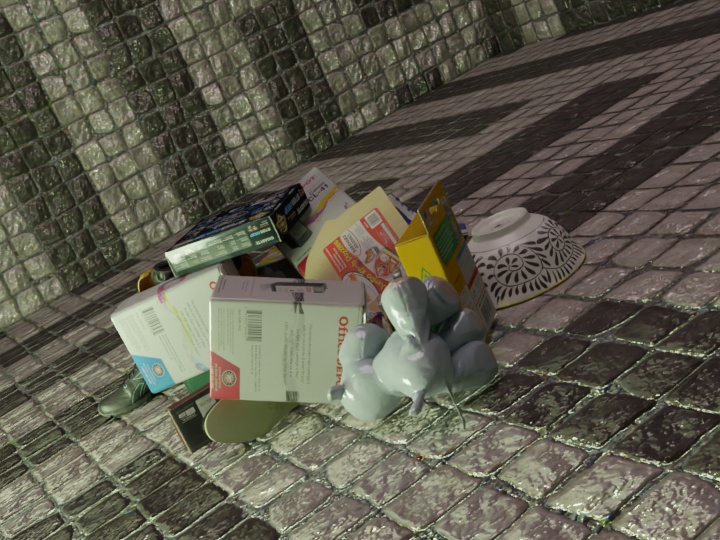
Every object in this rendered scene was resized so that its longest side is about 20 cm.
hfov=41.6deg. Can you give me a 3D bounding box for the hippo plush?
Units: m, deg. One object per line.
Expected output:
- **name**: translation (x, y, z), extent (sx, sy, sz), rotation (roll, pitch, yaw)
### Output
- **hippo plush**: translation (0.057, 0.120, 1.124), extent (0.160, 0.158, 0.202), rotation (-36, 48, 39)

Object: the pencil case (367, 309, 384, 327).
- **pencil case**: translation (-0.064, 0.076, 1.344), extent (0.198, 0.088, 0.087), rotation (14, 29, 17)

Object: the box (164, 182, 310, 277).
- **box**: translation (-0.193, -0.067, 1.511), extent (0.198, 0.046, 0.159), rotation (-18, 18, 21)

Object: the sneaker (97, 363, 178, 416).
- **sneaker**: translation (-0.379, 0.186, 1.672), extent (0.199, 0.080, 0.075), rotation (-30, 15, -9)

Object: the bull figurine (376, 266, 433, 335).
- **bull figurine**: translation (0.077, 0.058, 1.280), extent (0.064, 0.122, 0.201), rotation (-17, 24, 20)

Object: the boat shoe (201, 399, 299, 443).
- **boat shoe**: translation (-0.139, 0.177, 1.311), extent (0.200, 0.074, 0.063), rotation (-30, 15, -37)

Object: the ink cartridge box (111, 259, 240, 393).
- **ink cartridge box**: translation (-0.268, 0.083, 1.502), extent (0.198, 0.146, 0.085), rotation (-23, 15, 12)

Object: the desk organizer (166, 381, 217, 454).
- **desk organizer**: translation (-0.187, 0.178, 1.391), extent (0.199, 0.072, 0.077), rotation (-31, 13, -20)

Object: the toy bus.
- **toy bus**: translation (-0.277, 0.016, 1.636), extent (0.197, 0.137, 0.192), rotation (-10, 27, -7)

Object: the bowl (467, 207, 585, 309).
- **bowl**: translation (0.219, -0.031, 1.387), extent (0.199, 0.095, 0.201), rotation (-25, 15, 7)

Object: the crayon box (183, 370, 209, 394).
- **crayon box**: translation (-0.185, 0.137, 1.566), extent (0.198, 0.052, 0.126), rotation (-23, 15, 13)

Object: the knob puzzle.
- **knob puzzle**: translation (0.000, 0.000, 1.433), extent (0.217, 0.222, 0.030), rotation (-22, -27, 14)

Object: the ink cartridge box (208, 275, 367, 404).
- **ink cartridge box**: translation (-0.093, 0.089, 1.232), extent (0.197, 0.147, 0.085), rotation (3, 23, -1)

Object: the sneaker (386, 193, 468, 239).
- **sneaker**: translation (0.082, -0.080, 1.625), extent (0.197, 0.116, 0.081), rotation (-9, -24, -17)

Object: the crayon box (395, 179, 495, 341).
- **crayon box**: translation (0.107, -0.001, 1.224), extent (0.051, 0.202, 0.126), rotation (-18, 16, 24)

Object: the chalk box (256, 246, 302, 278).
- **chalk box**: translation (-0.068, 0.001, 1.701), extent (0.198, 0.126, 0.124), rotation (-18, 16, 24)

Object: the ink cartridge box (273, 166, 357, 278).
- **ink cartridge box**: translation (-0.060, -0.059, 1.562), extent (0.147, 0.086, 0.200), rotation (-43, 47, -4)
